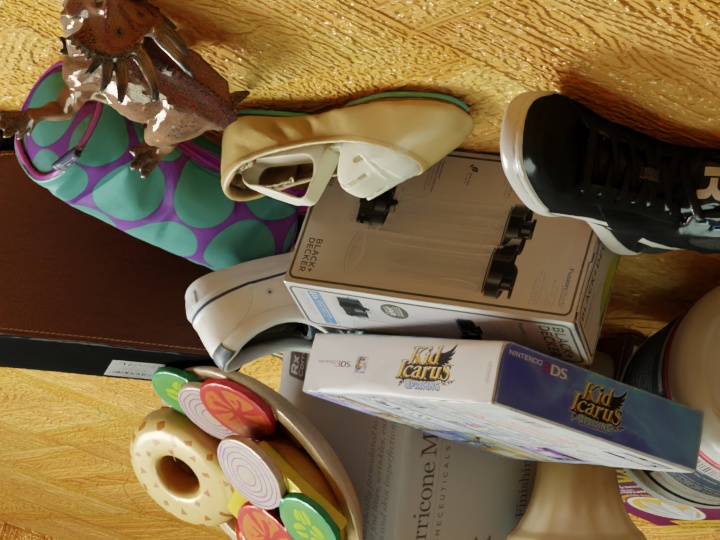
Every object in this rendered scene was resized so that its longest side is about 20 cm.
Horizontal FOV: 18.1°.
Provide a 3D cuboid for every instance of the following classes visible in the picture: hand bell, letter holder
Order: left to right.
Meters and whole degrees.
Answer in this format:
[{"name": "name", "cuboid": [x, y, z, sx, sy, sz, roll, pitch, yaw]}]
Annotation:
[{"name": "letter holder", "cuboid": [-0.182, -0.003, 1.625, 0.198, 0.143, 0.101, 6, 164, -12]}, {"name": "hand bell", "cuboid": [0.154, 0.097, 1.619, 0.103, 0.202, 0.104, 0, 179, 0]}]

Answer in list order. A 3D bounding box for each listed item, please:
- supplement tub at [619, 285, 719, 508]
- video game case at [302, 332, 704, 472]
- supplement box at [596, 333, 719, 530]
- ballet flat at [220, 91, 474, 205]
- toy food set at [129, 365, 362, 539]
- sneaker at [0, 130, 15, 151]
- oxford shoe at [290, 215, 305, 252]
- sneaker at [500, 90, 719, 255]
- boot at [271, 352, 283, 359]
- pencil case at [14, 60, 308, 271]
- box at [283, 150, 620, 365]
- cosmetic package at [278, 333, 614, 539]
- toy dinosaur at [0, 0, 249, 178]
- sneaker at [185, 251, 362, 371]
[{"name": "supplement tub", "cuboid": [0.262, 0.092, 1.602, 0.139, 0.141, 0.200, 16, 164, -6]}, {"name": "video game case", "cuboid": [0.095, 0.087, 1.487, 0.199, 0.046, 0.181, 21, 165, -40]}, {"name": "supplement box", "cuboid": [0.237, 0.135, 1.830, 0.199, 0.104, 0.131, 25, 161, -30]}, {"name": "ballet flat", "cuboid": [-0.011, -0.071, 1.431, 0.199, 0.063, 0.068, -2, 157, 43]}, {"name": "toy food set", "cuboid": [-0.078, 0.149, 1.609, 0.200, 0.049, 0.198, 43, 147, 12]}, {"name": "sneaker", "cuboid": [-0.248, -0.055, 1.676, 0.090, 0.067, 0.200, 6, 160, 34]}, {"name": "oxford shoe", "cuboid": [0.000, 0.000, 1.650, 0.071, 0.072, 0.200, 6, 164, 41]}, {"name": "sneaker", "cuboid": [0.170, -0.060, 1.322, 0.111, 0.074, 0.200, 0, 167, 31]}, {"name": "boot", "cuboid": [-0.072, 0.006, 1.728, 0.198, 0.078, 0.138, 13, 159, 1]}, {"name": "pencil case", "cuboid": [-0.132, -0.064, 1.514, 0.092, 0.086, 0.199, -34, 137, 31]}, {"name": "box", "cuboid": [0.064, -0.014, 1.452, 0.199, 0.117, 0.060, 6, 152, 21]}, {"name": "cosmetic package", "cuboid": [0.058, 0.129, 1.699, 0.199, 0.166, 0.165, -1, -169, -38]}, {"name": "toy dinosaur", "cuboid": [-0.124, -0.117, 1.353, 0.199, 0.086, 0.135, 21, 156, -40]}, {"name": "sneaker", "cuboid": [-0.018, 0.020, 1.538, 0.199, 0.071, 0.073, -18, 157, -10]}]
